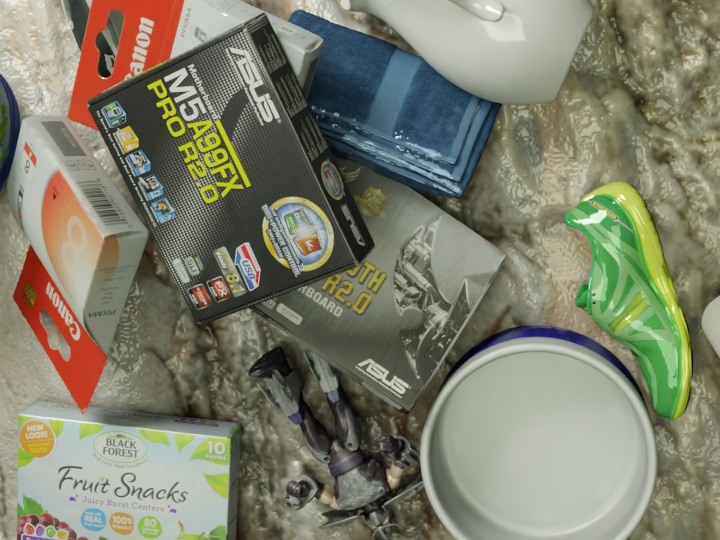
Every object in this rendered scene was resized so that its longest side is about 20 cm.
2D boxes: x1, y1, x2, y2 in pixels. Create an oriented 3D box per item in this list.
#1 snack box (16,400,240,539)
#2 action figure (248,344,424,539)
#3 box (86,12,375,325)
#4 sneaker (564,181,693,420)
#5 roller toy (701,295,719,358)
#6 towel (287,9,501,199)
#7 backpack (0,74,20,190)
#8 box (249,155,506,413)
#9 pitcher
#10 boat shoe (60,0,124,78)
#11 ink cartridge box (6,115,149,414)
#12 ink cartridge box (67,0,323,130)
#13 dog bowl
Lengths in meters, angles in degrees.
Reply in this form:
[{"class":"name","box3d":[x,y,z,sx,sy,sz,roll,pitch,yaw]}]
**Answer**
[{"class":"snack box","box3d":[-0.211,0.202,1.331,0.197,0.053,0.145,5,100,8]},{"class":"action figure","box3d":[-0.021,0.155,1.287,0.129,0.069,0.202,-27,99,7]},{"class":"box","box3d":[-0.101,-0.075,1.136,0.159,0.044,0.202,-19,104,28]},{"class":"sneaker","box3d":[0.224,0.029,1.225,0.083,0.074,0.203,-19,88,9]},{"class":"roller toy","box3d":[0.370,0.070,1.148,0.139,0.200,0.183,-37,88,12]},{"class":"towel","box3d":[0.013,-0.141,1.214,0.198,0.049,0.113,22,65,5]},{"class":"backpack","box3d":[-0.395,-0.122,1.249,0.198,0.147,0.185,23,102,7]},{"class":"box","box3d":[0.000,0.000,1.236,0.199,0.048,0.159,34,82,1]},{"class":"pitcher","box3d":[0.079,-0.210,1.149,0.198,0.172,0.123,25,99,4]},{"class":"boat shoe","box3d":[-0.197,-0.175,1.256,0.060,0.075,0.203,2,115,46]},{"class":"ink cartridge box","box3d":[-0.258,-0.003,1.233,0.163,0.050,0.202,50,127,34]},{"class":"ink cartridge box","box3d":[-0.143,-0.146,1.171,0.198,0.047,0.162,24,119,8]},{"class":"dog bowl","box3d":[0.152,0.152,1.253,0.197,0.079,0.203,1,100,8]}]
